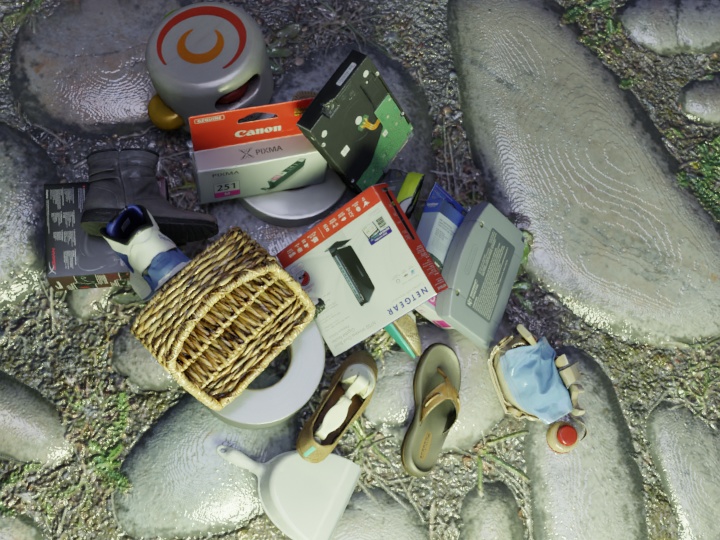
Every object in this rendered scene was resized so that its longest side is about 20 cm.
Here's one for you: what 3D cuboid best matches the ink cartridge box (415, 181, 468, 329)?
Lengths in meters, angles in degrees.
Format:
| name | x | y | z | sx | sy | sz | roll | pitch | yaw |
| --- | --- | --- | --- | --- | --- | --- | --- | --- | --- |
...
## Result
| name | x | y | z | sx | sy | sz | roll | pitch | yaw |
| --- | --- | --- | --- | --- | --- | --- | --- | --- | --- |
| ink cartridge box | 0.130 | -0.025 | 1.409 | 0.119 | 0.042 | 0.200 | 36 | 62 | -39 |

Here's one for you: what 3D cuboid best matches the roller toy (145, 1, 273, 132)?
| name | x | y | z | sx | sy | sz | roll | pitch | yaw |
| --- | --- | --- | --- | --- | --- | --- | --- | --- | --- |
| roller toy | -0.232 | -0.307 | 1.419 | 0.182 | 0.140 | 0.200 | 6 | 63 | 7 |

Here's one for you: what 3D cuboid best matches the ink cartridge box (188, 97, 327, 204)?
| name | x | y | z | sx | sy | sz | roll | pitch | yaw |
| --- | --- | --- | --- | --- | --- | --- | --- | --- | --- |
| ink cartridge box | -0.146 | -0.174 | 1.337 | 0.200 | 0.174 | 0.044 | -11 | 67 | -11 |

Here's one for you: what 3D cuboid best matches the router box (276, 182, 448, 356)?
| name | x | y | z | sx | sy | sz | roll | pitch | yaw |
| --- | --- | --- | --- | --- | --- | --- | --- | --- | --- |
| router box | 0.000 | 0.000 | 1.330 | 0.200 | 0.049 | 0.180 | -34 | 83 | 28 |

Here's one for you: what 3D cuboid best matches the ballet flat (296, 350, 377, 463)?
| name | x | y | z | sx | sy | sz | roll | pitch | yaw |
| --- | --- | --- | --- | --- | --- | --- | --- | --- | --- |
| ballet flat | -0.024 | 0.189 | 1.316 | 0.068 | 0.072 | 0.200 | 39 | 58 | 0 |

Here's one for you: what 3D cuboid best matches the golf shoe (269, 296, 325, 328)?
| name | x | y | z | sx | sy | sz | roll | pitch | yaw |
| --- | --- | --- | --- | --- | --- | --- | --- | --- | --- |
| golf shoe | -0.150 | 0.056 | 1.289 | 0.200 | 0.078 | 0.095 | -16 | 76 | -14 |

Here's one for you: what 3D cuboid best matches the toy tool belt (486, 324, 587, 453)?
| name | x | y | z | sx | sy | sz | roll | pitch | yaw |
| --- | --- | --- | --- | --- | --- | --- | --- | --- | --- |
| toy tool belt | 0.274 | 0.178 | 1.356 | 0.125 | 0.123 | 0.200 | -28 | 79 | -15 |

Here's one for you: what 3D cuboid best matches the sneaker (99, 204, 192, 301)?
| name | x | y | z | sx | sy | sz | roll | pitch | yaw |
| --- | --- | --- | --- | --- | --- | --- | --- | --- | --- |
| sneaker | -0.287 | -0.030 | 1.222 | 0.081 | 0.199 | 0.115 | -38 | 95 | -18 |

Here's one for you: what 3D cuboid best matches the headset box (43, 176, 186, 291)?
| name | x | y | z | sx | sy | sz | roll | pitch | yaw |
| --- | --- | --- | --- | --- | --- | --- | --- | --- | --- |
| headset box | -0.363 | -0.055 | 1.361 | 0.200 | 0.075 | 0.149 | -5 | 74 | -10 |

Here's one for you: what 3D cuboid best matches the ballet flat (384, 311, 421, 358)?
| name | x | y | z | sx | sy | sz | roll | pitch | yaw |
| --- | --- | --- | --- | --- | --- | --- | --- | --- | --- |
| ballet flat | 0.036 | 0.045 | 1.391 | 0.065 | 0.071 | 0.200 | -43 | 84 | -13 |

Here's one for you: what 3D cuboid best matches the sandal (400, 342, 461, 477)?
| name | x | y | z | sx | sy | sz | roll | pitch | yaw |
| --- | --- | --- | --- | --- | --- | --- | --- | --- | --- |
| sandal | 0.112 | 0.207 | 1.347 | 0.082 | 0.055 | 0.200 | 27 | 70 | -26 |

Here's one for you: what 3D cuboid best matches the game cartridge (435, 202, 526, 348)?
| name | x | y | z | sx | sy | sz | roll | pitch | yaw |
| --- | --- | --- | --- | --- | --- | --- | --- | --- | --- |
| game cartridge | 0.185 | 0.003 | 1.407 | 0.133 | 0.041 | 0.200 | 35 | 67 | -32 |

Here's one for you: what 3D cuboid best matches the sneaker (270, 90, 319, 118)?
| name | x | y | z | sx | sy | sz | roll | pitch | yaw |
| --- | --- | --- | --- | --- | --- | --- | --- | --- | --- |
| sneaker | -0.053 | -0.221 | 1.432 | 0.200 | 0.112 | 0.071 | 9 | 66 | -38 |

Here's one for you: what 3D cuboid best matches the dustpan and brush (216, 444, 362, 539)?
| name | x | y | z | sx | sy | sz | roll | pitch | yaw |
| --- | --- | --- | --- | --- | --- | --- | --- | --- | --- |
| dustpan and brush | -0.116 | 0.297 | 1.307 | 0.200 | 0.057 | 0.140 | 31 | 60 | -5 |

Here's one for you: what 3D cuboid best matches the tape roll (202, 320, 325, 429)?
| name | x | y | z | sx | sy | sz | roll | pitch | yaw |
| --- | --- | --- | --- | --- | --- | --- | --- | --- | --- |
| tape roll | -0.154 | 0.130 | 1.340 | 0.200 | 0.066 | 0.201 | 2 | 73 | -7 |

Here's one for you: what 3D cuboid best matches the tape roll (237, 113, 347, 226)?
| name | x | y | z | sx | sy | sz | roll | pitch | yaw |
| --- | --- | --- | --- | --- | --- | --- | --- | --- | --- |
| tape roll | -0.113 | -0.170 | 1.453 | 0.202 | 0.037 | 0.203 | 2 | 73 | -7 |

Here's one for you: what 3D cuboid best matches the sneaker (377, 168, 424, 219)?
| name | x | y | z | sx | sy | sz | roll | pitch | yaw |
| --- | --- | --- | --- | --- | --- | --- | --- | --- | --- |
| sneaker | 0.032 | -0.087 | 1.424 | 0.081 | 0.074 | 0.200 | 19 | 49 | 11 |

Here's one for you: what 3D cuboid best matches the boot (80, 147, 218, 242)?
| name | x | y | z | sx | sy | sz | roll | pitch | yaw |
| --- | --- | --- | --- | --- | --- | --- | --- | --- | --- |
| boot | -0.301 | -0.115 | 1.316 | 0.200 | 0.070 | 0.132 | 6 | 67 | -11 |

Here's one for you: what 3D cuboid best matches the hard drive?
| name | x | y | z | sx | sy | sz | roll | pitch | yaw |
| --- | --- | --- | --- | --- | --- | --- | --- | --- | --- |
| hard drive | -0.002 | -0.211 | 1.342 | 0.038 | 0.200 | 0.140 | 32 | 83 | 34 |

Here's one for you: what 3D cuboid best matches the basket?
| name | x | y | z | sx | sy | sz | roll | pitch | yaw |
| --- | --- | --- | --- | --- | --- | --- | --- | --- | --- |
| basket | -0.173 | 0.062 | 1.178 | 0.200 | 0.143 | 0.149 | -43 | 81 | -7 |
